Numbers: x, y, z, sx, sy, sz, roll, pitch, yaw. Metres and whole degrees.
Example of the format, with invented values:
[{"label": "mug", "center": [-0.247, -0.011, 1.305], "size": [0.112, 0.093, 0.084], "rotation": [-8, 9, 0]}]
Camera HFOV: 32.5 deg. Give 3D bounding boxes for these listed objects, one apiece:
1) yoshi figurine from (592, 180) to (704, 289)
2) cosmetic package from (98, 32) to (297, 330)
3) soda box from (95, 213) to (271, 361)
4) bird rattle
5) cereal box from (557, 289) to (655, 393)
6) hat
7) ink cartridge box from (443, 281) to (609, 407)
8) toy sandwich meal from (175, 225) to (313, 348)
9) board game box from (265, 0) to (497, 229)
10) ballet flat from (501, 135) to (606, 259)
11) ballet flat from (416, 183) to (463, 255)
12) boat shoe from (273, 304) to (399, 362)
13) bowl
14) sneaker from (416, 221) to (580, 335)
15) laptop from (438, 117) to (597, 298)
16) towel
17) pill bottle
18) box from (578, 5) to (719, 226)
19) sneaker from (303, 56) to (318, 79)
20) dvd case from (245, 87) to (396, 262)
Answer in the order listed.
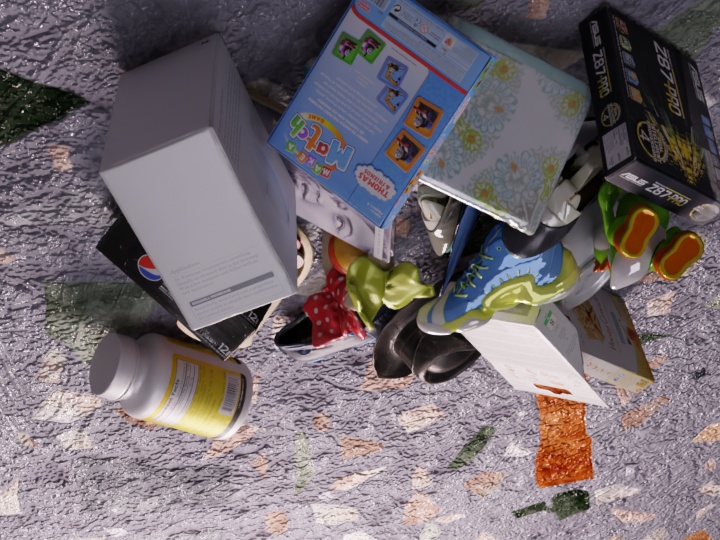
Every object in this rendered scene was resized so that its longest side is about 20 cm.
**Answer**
[{"label": "yoshi figurine", "center": [0.308, -0.048, 1.341], "size": [0.110, 0.114, 0.200], "rotation": [-12, -176, -2]}, {"label": "cosmetic package", "center": [-0.155, -0.091, 1.231], "size": [0.121, 0.201, 0.202], "rotation": [-19, 124, 9]}, {"label": "soda box", "center": [-0.200, 0.005, 1.411], "size": [0.200, 0.064, 0.071], "rotation": [42, 123, -10]}, {"label": "bird rattle", "center": [0.000, 0.000, 1.468], "size": [0.111, 0.166, 0.199], "rotation": [-6, 175, -24]}, {"label": "cereal box", "center": [0.301, 0.074, 1.650], "size": [0.198, 0.146, 0.039], "rotation": [22, 131, -37]}, {"label": "hat", "center": [0.111, 0.092, 1.614], "size": [0.199, 0.081, 0.202], "rotation": [-32, 149, -22]}, {"label": "ink cartridge box", "center": [0.211, 0.092, 1.537], "size": [0.160, 0.051, 0.200], "rotation": [8, 154, 47]}, {"label": "toy sandwich meal", "center": [-0.149, 0.010, 1.501], "size": [0.201, 0.071, 0.207], "rotation": [-8, 142, -6]}, {"label": "board game box", "center": [0.019, -0.168, 1.223], "size": [0.201, 0.150, 0.037], "rotation": [-56, 170, 12]}, {"label": "ballet flat", "center": [0.231, -0.091, 1.363], "size": [0.199, 0.073, 0.074], "rotation": [-39, 152, -27]}, {"label": "ballet flat", "center": [0.098, -0.103, 1.439], "size": [0.063, 0.068, 0.202], "rotation": [4, 132, -18]}, {"label": "boat shoe", "center": [-0.026, 0.069, 1.597], "size": [0.199, 0.085, 0.068], "rotation": [-35, 148, 23]}, {"label": "bowl", "center": [0.253, -0.019, 1.501], "size": [0.199, 0.091, 0.202], "rotation": [-32, 154, -17]}, {"label": "sneaker", "center": [0.147, 0.000, 1.415], "size": [0.197, 0.076, 0.106], "rotation": [-19, 107, 9]}, {"label": "laptop", "center": [0.186, -0.070, 1.436], "size": [0.196, 0.118, 0.188], "rotation": [-7, 153, -8]}, {"label": "towel", "center": [0.131, -0.155, 1.296], "size": [0.197, 0.048, 0.173], "rotation": [24, 94, -13]}, {"label": "pill bottle", "center": [-0.248, 0.146, 1.610], "size": [0.198, 0.113, 0.111], "rotation": [22, 131, -35]}, {"label": "box", "center": [0.311, -0.163, 1.311], "size": [0.160, 0.203, 0.049], "rotation": [22, 141, -35]}, {"label": "sneaker", "center": [0.024, -0.171, 1.333], "size": [0.129, 0.080, 0.201], "rotation": [-30, 131, -2]}, {"label": "dvd case", "center": [-0.047, -0.102, 1.333], "size": [0.198, 0.016, 0.150], "rotation": [27, 145, 18]}]
